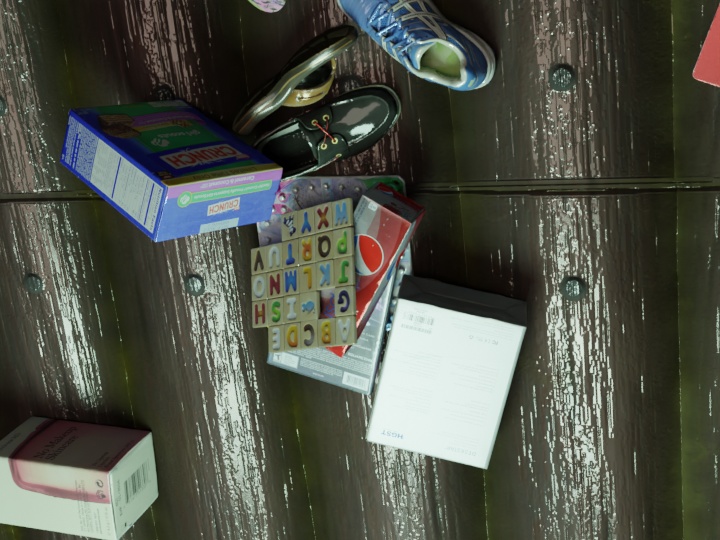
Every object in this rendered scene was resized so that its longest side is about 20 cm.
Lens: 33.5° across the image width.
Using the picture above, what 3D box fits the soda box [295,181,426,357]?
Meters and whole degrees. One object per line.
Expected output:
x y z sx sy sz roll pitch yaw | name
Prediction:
0.000 0.000 1.408 0.070 0.063 0.200 31 117 7 | soda box

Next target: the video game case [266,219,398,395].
-0.035 0.046 1.482 0.142 0.019 0.201 16 113 13 | video game case

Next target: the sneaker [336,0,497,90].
0.059 -0.266 1.327 0.200 0.077 0.076 31 119 8 | sneaker

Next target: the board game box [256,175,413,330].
-0.035 -0.017 1.483 0.199 0.026 0.201 1 110 19 | board game box

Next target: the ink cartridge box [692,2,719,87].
0.445 -0.246 1.194 0.175 0.084 0.200 21 116 11 | ink cartridge box

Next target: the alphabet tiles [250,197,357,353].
-0.071 0.011 1.418 0.200 0.008 0.168 -10 80 49 | alphabet tiles

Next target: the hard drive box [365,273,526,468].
0.102 0.122 1.444 0.155 0.077 0.201 14 114 2 | hard drive box

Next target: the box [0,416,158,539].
-0.402 0.287 1.671 0.199 0.128 0.109 5 111 17 | box

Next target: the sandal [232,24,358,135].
-0.070 -0.215 1.394 0.200 0.082 0.055 -38 111 26 | sandal

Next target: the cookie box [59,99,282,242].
-0.220 -0.122 1.391 0.200 0.171 0.075 36 123 33 | cookie box

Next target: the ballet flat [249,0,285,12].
-0.139 -0.387 1.354 0.069 0.071 0.201 -10 107 21 | ballet flat

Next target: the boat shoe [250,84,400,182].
-0.045 -0.157 1.415 0.201 0.063 0.074 -22 99 24 | boat shoe
